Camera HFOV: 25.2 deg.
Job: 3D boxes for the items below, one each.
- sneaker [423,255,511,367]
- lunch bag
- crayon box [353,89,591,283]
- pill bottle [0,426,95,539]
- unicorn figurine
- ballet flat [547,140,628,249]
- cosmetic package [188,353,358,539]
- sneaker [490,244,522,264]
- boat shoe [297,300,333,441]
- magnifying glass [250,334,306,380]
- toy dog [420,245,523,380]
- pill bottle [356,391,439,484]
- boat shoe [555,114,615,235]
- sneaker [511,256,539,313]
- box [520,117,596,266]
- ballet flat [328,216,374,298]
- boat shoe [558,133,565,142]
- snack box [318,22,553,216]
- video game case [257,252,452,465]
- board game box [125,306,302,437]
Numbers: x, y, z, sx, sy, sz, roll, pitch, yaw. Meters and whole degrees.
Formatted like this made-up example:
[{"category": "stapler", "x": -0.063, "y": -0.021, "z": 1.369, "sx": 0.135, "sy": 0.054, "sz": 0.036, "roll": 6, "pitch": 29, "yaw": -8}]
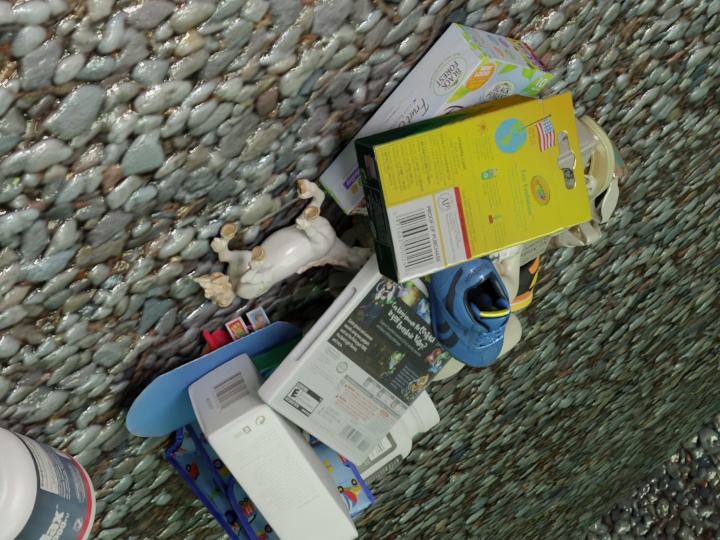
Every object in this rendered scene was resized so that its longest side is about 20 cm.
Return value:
[{"category": "sneaker", "x": 0.112, "y": 0.045, "z": 1.549, "sx": 0.066, "sy": 0.078, "sz": 0.201, "roll": -35, "pitch": 143, "yaw": -12}, {"category": "lunch bag", "x": -0.092, "y": 0.225, "z": 1.749, "sx": 0.150, "sy": 0.200, "sz": 0.094, "roll": -24, "pitch": 154, "yaw": -32}, {"category": "crayon box", "x": 0.102, "y": -0.078, "z": 1.435, "sx": 0.199, "sy": 0.051, "sz": 0.128, "roll": -17, "pitch": 107, "yaw": -19}, {"category": "pill bottle", "x": -0.331, "y": 0.203, "z": 1.450, "sx": 0.119, "sy": 0.120, "sz": 0.200, "roll": -39, "pitch": 157, "yaw": 3}, {"category": "unicorn figurine", "x": -0.059, "y": -0.019, "z": 1.518, "sx": 0.199, "sy": 0.074, "sz": 0.138, "roll": -16, "pitch": 152, "yaw": -3}, {"category": "ballet flat", "x": 0.261, "y": -0.070, "z": 1.902, "sx": 0.068, "sy": 0.067, "sz": 0.200, "roll": -25, "pitch": 154, "yaw": -30}, {"category": "cosmetic package", "x": -0.086, "y": 0.189, "z": 1.597, "sx": 0.074, "sy": 0.102, "sz": 0.201, "roll": -30, "pitch": 121, "yaw": 0}, {"category": "sneaker", "x": 0.117, "y": -0.039, "z": 1.581, "sx": 0.199, "sy": 0.082, "sz": 0.075, "roll": -27, "pitch": -173, "yaw": -39}, {"category": "boat shoe", "x": -0.069, "y": 0.124, "z": 1.706, "sx": 0.067, "sy": 0.057, "sz": 0.201, "roll": 101, "pitch": 3, "yaw": -80}, {"category": "magnifying glass", "x": -0.063, "y": 0.082, "z": 1.637, "sx": 0.199, "sy": 0.022, "sz": 0.080, "roll": -31, "pitch": 159, "yaw": 5}, {"category": "toy dog", "x": 0.085, "y": 0.014, "z": 1.708, "sx": 0.194, "sy": 0.139, "sz": 0.201, "roll": -37, "pitch": 153, "yaw": -25}, {"category": "pill bottle", "x": -0.010, "y": 0.201, "z": 1.940, "sx": 0.199, "sy": 0.116, "sz": 0.116, "roll": -34, "pitch": 157, "yaw": -10}, {"category": "boat shoe", "x": 0.225, "y": -0.097, "z": 1.798, "sx": 0.063, "sy": 0.073, "sz": 0.201, "roll": -33, "pitch": 165, "yaw": -25}, {"category": "sneaker", "x": 0.134, "y": 0.015, "z": 1.889, "sx": 0.199, "sy": 0.070, "sz": 0.090, "roll": -20, "pitch": 136, "yaw": -39}, {"category": "box", "x": 0.181, "y": -0.086, "z": 1.749, "sx": 0.082, "sy": 0.068, "sz": 0.200, "roll": -28, "pitch": 155, "yaw": -27}, {"category": "ballet flat", "x": 0.000, "y": 0.000, "z": 1.656, "sx": 0.070, "sy": 0.071, "sz": 0.200, "roll": -27, "pitch": 155, "yaw": -26}, {"category": "boat shoe", "x": 0.114, "y": -0.089, "z": 1.504, "sx": 0.201, "sy": 0.065, "sz": 0.075, "roll": -28, "pitch": 156, "yaw": -21}, {"category": "snack box", "x": 0.071, "y": -0.134, "z": 1.510, "sx": 0.200, "sy": 0.053, "sz": 0.142, "roll": -48, "pitch": 157, "yaw": 23}, {"category": "video game case", "x": 0.009, "y": 0.087, "z": 1.565, "sx": 0.182, "sy": 0.023, "sz": 0.200, "roll": -49, "pitch": 144, "yaw": -1}, {"category": "board game box", "x": -0.155, "y": 0.098, "z": 1.630, "sx": 0.199, "sy": 0.039, "sz": 0.158, "roll": -24, "pitch": 158, "yaw": -18}]
